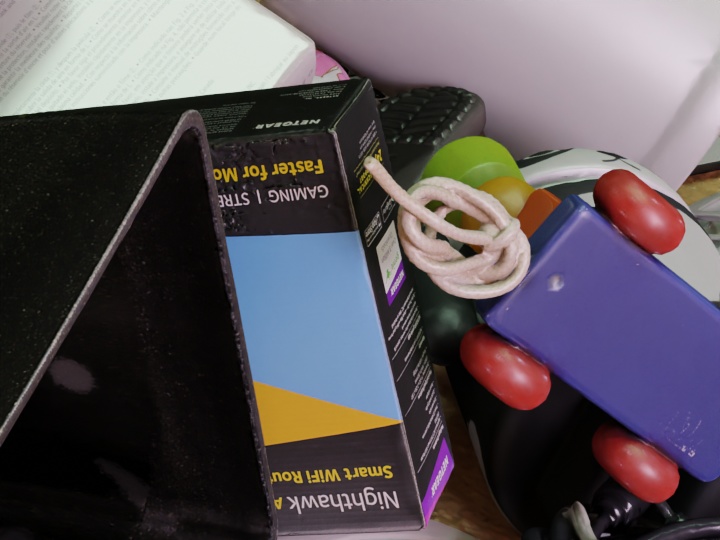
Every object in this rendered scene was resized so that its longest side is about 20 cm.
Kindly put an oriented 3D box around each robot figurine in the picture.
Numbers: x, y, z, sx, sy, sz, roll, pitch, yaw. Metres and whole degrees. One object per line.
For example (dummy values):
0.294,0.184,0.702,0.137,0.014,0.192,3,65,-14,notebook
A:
0.098,0.034,1.087,0.125,0.150,0.200,-26,35,6,robot figurine

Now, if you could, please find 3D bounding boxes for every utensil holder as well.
0.077,-0.133,1.249,0.200,0.170,0.170,32,30,-5,utensil holder

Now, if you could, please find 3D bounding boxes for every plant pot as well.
-0.151,0.073,0.820,0.177,0.200,0.200,10,46,17,plant pot

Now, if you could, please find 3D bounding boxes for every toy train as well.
0.052,-0.013,0.920,0.200,0.085,0.116,36,8,-34,toy train

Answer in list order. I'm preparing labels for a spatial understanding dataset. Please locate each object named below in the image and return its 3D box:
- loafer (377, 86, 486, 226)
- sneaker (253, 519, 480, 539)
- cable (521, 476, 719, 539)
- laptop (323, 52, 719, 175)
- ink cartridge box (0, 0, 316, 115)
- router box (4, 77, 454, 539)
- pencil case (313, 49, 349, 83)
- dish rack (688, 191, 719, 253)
0.000,0.000,1.144,0.073,0.071,0.200,8,40,41,loafer
0.041,0.149,0.922,0.200,0.074,0.118,10,27,-14,sneaker
0.142,0.130,0.900,0.200,0.051,0.163,34,19,25,cable
0.082,-0.138,1.373,0.187,0.116,0.200,-12,41,-38,laptop
-0.142,-0.085,1.105,0.200,0.050,0.161,34,64,9,ink cartridge box
-0.079,0.019,0.934,0.200,0.149,0.051,-5,24,20,router box
-0.100,-0.056,1.184,0.200,0.087,0.083,-4,73,-31,pencil case
0.215,-0.001,1.217,0.200,0.044,0.172,-2,15,37,dish rack
